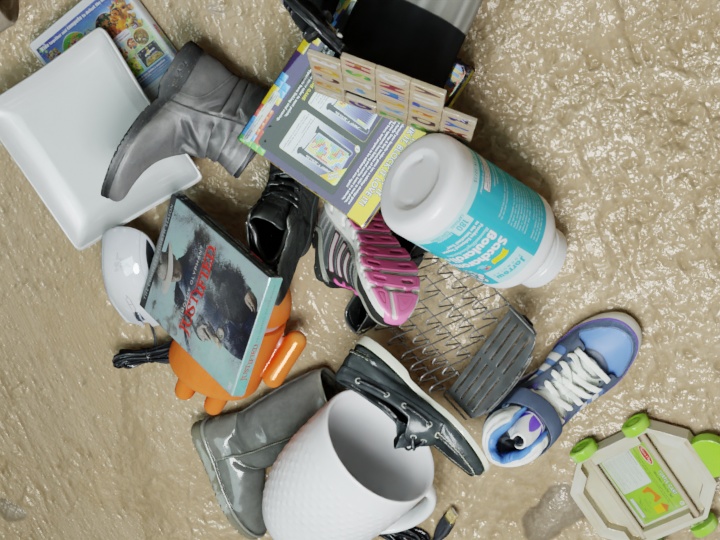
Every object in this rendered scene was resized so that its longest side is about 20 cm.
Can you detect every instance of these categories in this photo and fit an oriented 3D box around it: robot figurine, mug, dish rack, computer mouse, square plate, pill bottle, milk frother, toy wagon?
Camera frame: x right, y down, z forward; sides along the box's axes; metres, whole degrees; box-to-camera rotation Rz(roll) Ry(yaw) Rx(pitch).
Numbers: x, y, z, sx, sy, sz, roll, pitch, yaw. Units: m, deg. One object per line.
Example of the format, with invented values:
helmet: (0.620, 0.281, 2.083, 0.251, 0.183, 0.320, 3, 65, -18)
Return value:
robot figurine: (-0.146, 0.067, 1.652, 0.144, 0.116, 0.200, 46, 124, 36)
mug: (-0.006, 0.249, 1.630, 0.200, 0.148, 0.175, 21, 131, -29)
dish rack: (0.091, 0.060, 1.571, 0.200, 0.054, 0.154, 46, 123, 22)
computer mouse: (0.056, 0.254, 1.706, 0.140, 0.046, 0.200, 27, 118, 7)
square plate: (-0.302, -0.147, 1.637, 0.198, 0.028, 0.200, -27, 103, 27)
pill bottle: (0.123, -0.051, 1.478, 0.200, 0.111, 0.111, 28, 126, -36)
milk frother: (0.028, -0.274, 1.359, 0.180, 0.200, 0.189, 24, 92, 5)
toy wagon: (0.335, 0.231, 1.609, 0.200, 0.040, 0.155, -31, 101, 26)
computer mouse: (-0.262, 0.039, 1.694, 0.109, 0.044, 0.200, 0, 127, 18)

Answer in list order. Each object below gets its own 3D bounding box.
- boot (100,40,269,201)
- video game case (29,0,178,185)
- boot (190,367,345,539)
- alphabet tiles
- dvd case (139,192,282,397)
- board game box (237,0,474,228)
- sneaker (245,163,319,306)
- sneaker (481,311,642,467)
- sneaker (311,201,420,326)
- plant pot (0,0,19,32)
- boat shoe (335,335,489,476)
boot: (-0.182, -0.134, 1.560, 0.131, 0.070, 0.200, 33, 98, -9)
video game case: (-0.261, -0.211, 1.622, 0.143, 0.018, 0.200, -31, 101, 28)
boot: (-0.087, 0.222, 1.735, 0.199, 0.073, 0.182, -21, 107, 18)
alphabet tiles: (0.031, -0.164, 1.370, 0.167, 0.200, 0.008, 21, 86, 3)
dvd case: (-0.166, 0.024, 1.570, 0.200, 0.022, 0.146, 40, 119, 41)
board game box: (-0.004, -0.172, 1.500, 0.165, 0.057, 0.200, 35, 99, -1)
sneaker: (-0.083, -0.068, 1.559, 0.060, 0.104, 0.201, 9, 103, 16)
sneaker: (0.212, 0.138, 1.546, 0.200, 0.147, 0.081, -39, 97, 28)
sneaker: (0.000, 0.000, 1.548, 0.074, 0.200, 0.088, 6, 129, -33)
plant pot: (-0.474, -0.302, 1.569, 0.173, 0.200, 0.201, -14, 109, 7)
boat shoe: (0.052, 0.162, 1.572, 0.199, 0.075, 0.066, 46, 74, -1)
